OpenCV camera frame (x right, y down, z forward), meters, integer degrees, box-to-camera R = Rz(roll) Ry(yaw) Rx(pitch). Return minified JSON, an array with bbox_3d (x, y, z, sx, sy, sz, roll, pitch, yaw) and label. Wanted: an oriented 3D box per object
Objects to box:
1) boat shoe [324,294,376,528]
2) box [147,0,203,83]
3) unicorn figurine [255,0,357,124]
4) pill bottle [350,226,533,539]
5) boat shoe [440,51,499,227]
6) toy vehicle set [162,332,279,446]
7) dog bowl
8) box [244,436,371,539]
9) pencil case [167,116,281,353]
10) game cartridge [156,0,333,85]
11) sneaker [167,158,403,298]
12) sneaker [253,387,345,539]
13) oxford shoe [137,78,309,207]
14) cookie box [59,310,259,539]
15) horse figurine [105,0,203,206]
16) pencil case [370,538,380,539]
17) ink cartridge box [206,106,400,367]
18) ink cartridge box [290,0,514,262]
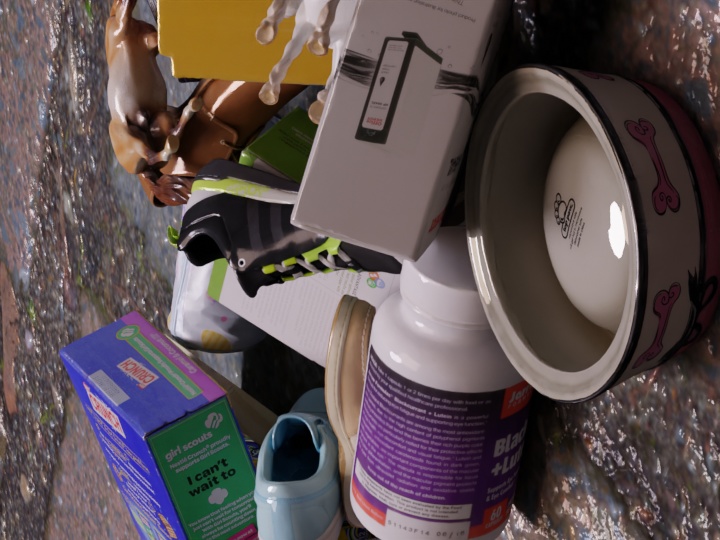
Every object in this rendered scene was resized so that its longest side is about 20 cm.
[{"bbox_3d":[0.019,0.100,1.690,0.074,0.069,0.200,-70,-22,-47],"label":"boat shoe"},{"bbox_3d":[-0.072,-0.242,1.728,0.200,0.122,0.106,115,141,-48],"label":"box"},{"bbox_3d":[-0.024,-0.166,1.480,0.200,0.074,0.138,-45,20,61],"label":"unicorn figurine"},{"bbox_3d":[0.057,0.077,1.575,0.111,0.111,0.200,49,141,48],"label":"pill bottle"},{"bbox_3d":[0.047,-0.118,1.564,0.072,0.065,0.201,8,113,28],"label":"boat shoe"},{"bbox_3d":[-0.107,0.104,1.930,0.027,0.124,0.200,-54,30,-4],"label":"toy vehicle set"},{"bbox_3d":[0.140,-0.026,1.416,0.200,0.074,0.201,34,129,58],"label":"dog bowl"},{"bbox_3d":[-0.063,0.199,1.921,0.200,0.064,0.070,31,126,57],"label":"box"},{"bbox_3d":[-0.107,-0.033,1.908,0.083,0.091,0.201,24,125,29],"label":"pencil case"},{"bbox_3d":[-0.037,-0.212,1.602,0.032,0.199,0.177,-64,-23,-68],"label":"game cartridge"},{"bbox_3d":[-0.045,-0.013,1.630,0.200,0.072,0.083,16,73,37],"label":"sneaker"},{"bbox_3d":[-0.034,0.129,1.755,0.200,0.074,0.082,-82,-11,-60],"label":"sneaker"},{"bbox_3d":[-0.094,-0.104,1.762,0.200,0.071,0.071,-33,60,44],"label":"oxford shoe"},{"bbox_3d":[-0.135,0.154,1.824,0.171,0.075,0.200,38,152,54],"label":"cookie box"},{"bbox_3d":[-0.152,-0.130,1.735,0.133,0.050,0.201,150,110,-64],"label":"horse figurine"},{"bbox_3d":[-0.003,0.277,1.775,0.200,0.090,0.083,117,172,-51],"label":"pencil case"},{"bbox_3d":[0.000,0.000,1.730,0.200,0.076,0.148,32,134,15],"label":"ink cartridge box"},{"bbox_3d":[0.033,-0.116,1.460,0.146,0.084,0.201,-46,-27,-80],"label":"ink cartridge box"}]
